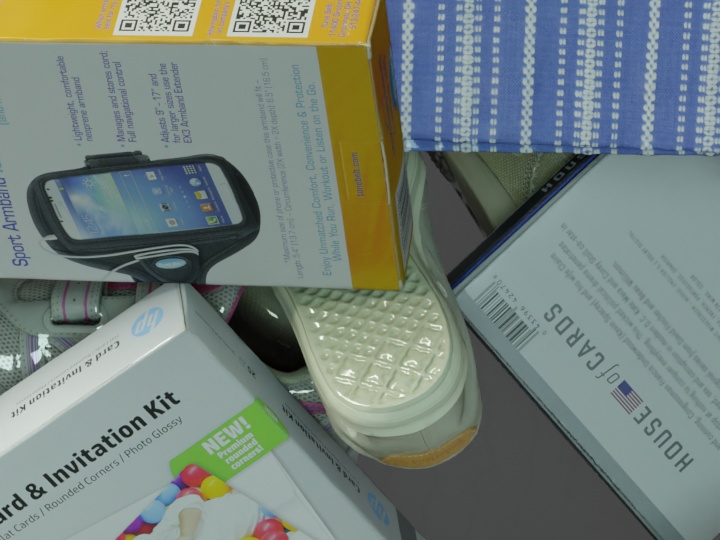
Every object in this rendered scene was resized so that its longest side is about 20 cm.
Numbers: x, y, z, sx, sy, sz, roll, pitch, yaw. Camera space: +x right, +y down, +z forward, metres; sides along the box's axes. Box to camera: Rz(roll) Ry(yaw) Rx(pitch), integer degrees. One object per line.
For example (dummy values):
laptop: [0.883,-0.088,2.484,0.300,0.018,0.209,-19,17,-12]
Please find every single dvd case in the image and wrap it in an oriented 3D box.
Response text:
dvd case: [0.149,-0.007,1.142,0.200,0.025,0.150,-42,107,-2]

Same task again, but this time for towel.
towel: [0.046,-0.111,1.035,0.199,0.024,0.145,3,111,8]

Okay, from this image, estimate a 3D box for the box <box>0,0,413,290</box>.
box: [-0.085,-0.049,1.041,0.199,0.042,0.119,3,137,11]

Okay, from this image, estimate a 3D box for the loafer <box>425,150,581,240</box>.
loafer: [0.061,-0.055,1.164,0.068,0.076,0.200,-32,105,-2]

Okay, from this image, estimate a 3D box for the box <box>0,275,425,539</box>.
box: [-0.068,0.116,1.127,0.156,0.041,0.200,-33,120,12]

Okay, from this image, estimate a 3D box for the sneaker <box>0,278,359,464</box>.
sneaker: [-0.082,0.022,1.142,0.199,0.081,0.088,18,122,-12]

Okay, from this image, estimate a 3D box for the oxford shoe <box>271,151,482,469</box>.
oxford shoe: [0.000,0.000,1.110,0.075,0.200,0.058,-22,134,3]
